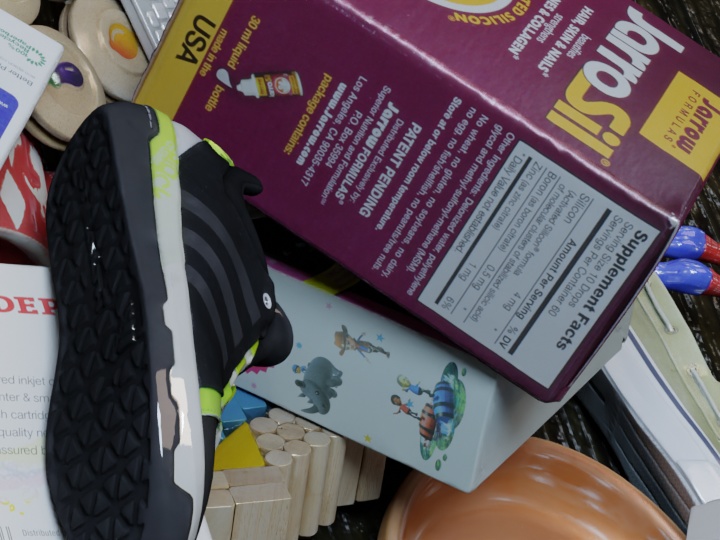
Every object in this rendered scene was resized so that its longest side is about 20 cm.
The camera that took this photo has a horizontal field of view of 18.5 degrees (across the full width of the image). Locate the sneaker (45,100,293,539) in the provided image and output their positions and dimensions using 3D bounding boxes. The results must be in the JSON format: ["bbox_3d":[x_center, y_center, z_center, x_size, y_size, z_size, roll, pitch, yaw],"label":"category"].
[{"bbox_3d":[-0.054,0.020,0.739,0.083,0.072,0.200,20,43,-28],"label":"sneaker"}]

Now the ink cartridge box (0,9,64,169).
[{"bbox_3d":[-0.172,-0.037,0.723,0.099,0.039,0.200,32,34,-10],"label":"ink cartridge box"}]

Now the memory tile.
[{"bbox_3d":[-0.111,-0.110,0.883,0.200,0.017,0.153,58,30,-8],"label":"memory tile"}]

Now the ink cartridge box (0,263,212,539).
[{"bbox_3d":[-0.141,0.091,0.755,0.129,0.125,0.200,6,50,-38],"label":"ink cartridge box"}]

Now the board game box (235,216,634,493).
[{"bbox_3d":[0.000,0.000,0.944,0.200,0.064,0.148,22,32,23],"label":"board game box"}]

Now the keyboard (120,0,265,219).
[{"bbox_3d":[-0.078,-0.113,0.906,0.056,0.011,0.200,-19,82,-55],"label":"keyboard"}]

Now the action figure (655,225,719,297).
[{"bbox_3d":[0.120,-0.016,1.144,0.200,0.052,0.065,25,36,-14],"label":"action figure"}]

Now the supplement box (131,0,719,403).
[{"bbox_3d":[0.034,-0.065,0.856,0.200,0.103,0.131,34,36,3],"label":"supplement box"}]

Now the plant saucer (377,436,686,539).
[{"bbox_3d":[0.087,0.163,0.958,0.200,0.037,0.200,23,43,-23],"label":"plant saucer"}]

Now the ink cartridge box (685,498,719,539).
[{"bbox_3d":[0.194,0.206,0.916,0.147,0.083,0.200,44,44,-32],"label":"ink cartridge box"}]

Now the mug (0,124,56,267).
[{"bbox_3d":[-0.170,-0.079,0.870,0.177,0.133,0.200,-14,63,-5],"label":"mug"}]

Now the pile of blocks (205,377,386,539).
[{"bbox_3d":[-0.028,0.076,0.929,0.082,0.062,0.200,24,33,25],"label":"pile of blocks"}]

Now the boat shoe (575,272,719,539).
[{"bbox_3d":[0.156,0.075,1.060,0.062,0.072,0.200,-22,65,-16],"label":"boat shoe"}]
